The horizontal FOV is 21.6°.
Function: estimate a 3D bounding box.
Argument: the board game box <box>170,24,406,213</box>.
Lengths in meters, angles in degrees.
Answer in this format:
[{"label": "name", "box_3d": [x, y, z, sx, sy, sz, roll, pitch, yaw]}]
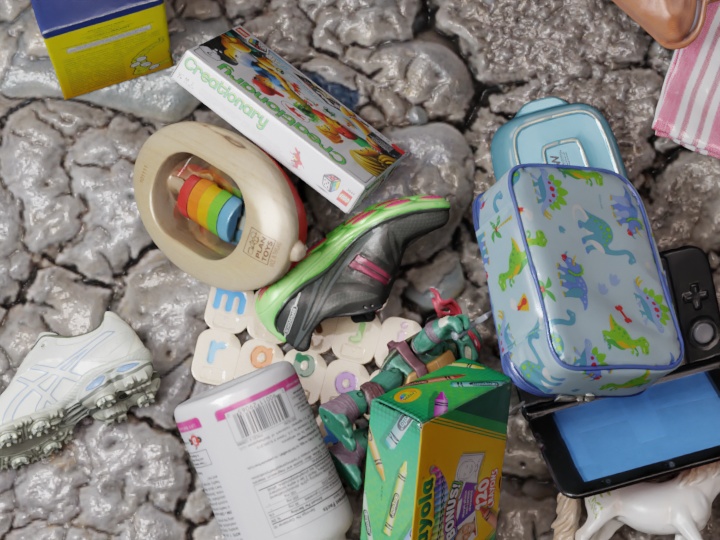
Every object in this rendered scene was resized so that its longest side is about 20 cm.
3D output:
[{"label": "board game box", "box_3d": [-0.062, -0.139, 1.694, 0.200, 0.126, 0.035, 37, 115, 4]}]

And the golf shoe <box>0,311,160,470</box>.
[{"label": "golf shoe", "box_3d": [-0.281, 0.107, 1.670, 0.199, 0.078, 0.098, -23, 64, -13]}]

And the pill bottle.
[{"label": "pill bottle", "box_3d": [-0.074, 0.190, 1.625, 0.113, 0.113, 0.201, -22, 92, -7]}]

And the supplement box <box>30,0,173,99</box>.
[{"label": "supplement box", "box_3d": [-0.234, -0.242, 1.662, 0.109, 0.200, 0.109, -17, 81, -6]}]

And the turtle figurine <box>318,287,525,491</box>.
[{"label": "turtle figurine", "box_3d": [0.057, 0.102, 1.656, 0.200, 0.101, 0.150, -34, 126, -20]}]

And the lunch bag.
[{"label": "lunch bag", "box_3d": [0.188, 0.011, 1.619, 0.160, 0.082, 0.201, 1, 65, -31]}]

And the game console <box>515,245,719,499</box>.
[{"label": "game console", "box_3d": [0.242, 0.086, 1.663, 0.199, 0.119, 0.173, -14, 98, -6]}]

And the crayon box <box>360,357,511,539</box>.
[{"label": "crayon box", "box_3d": [0.061, 0.186, 1.586, 0.058, 0.118, 0.201, 24, 121, 37]}]

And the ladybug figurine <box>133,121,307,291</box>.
[{"label": "ladybug figurine", "box_3d": [-0.117, -0.057, 1.673, 0.200, 0.072, 0.136, 35, 114, 30]}]

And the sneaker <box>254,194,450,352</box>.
[{"label": "sneaker", "box_3d": [0.000, 0.000, 1.689, 0.200, 0.077, 0.084, -35, 100, -5]}]

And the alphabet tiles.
[{"label": "alphabet tiles", "box_3d": [-0.048, 0.074, 1.707, 0.199, 0.015, 0.197, 13, 79, -1]}]

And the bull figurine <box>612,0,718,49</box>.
[{"label": "bull figurine", "box_3d": [0.252, -0.297, 1.758, 0.200, 0.065, 0.122, 43, 95, 7]}]

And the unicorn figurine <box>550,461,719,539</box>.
[{"label": "unicorn figurine", "box_3d": [0.267, 0.220, 1.664, 0.199, 0.074, 0.138, 11, 68, 5]}]

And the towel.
[{"label": "towel", "box_3d": [0.386, -0.163, 1.769, 0.199, 0.030, 0.147, 20, 79, 1]}]

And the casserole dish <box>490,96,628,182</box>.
[{"label": "casserole dish", "box_3d": [0.195, -0.069, 1.737, 0.120, 0.039, 0.201, -15, 79, -6]}]
